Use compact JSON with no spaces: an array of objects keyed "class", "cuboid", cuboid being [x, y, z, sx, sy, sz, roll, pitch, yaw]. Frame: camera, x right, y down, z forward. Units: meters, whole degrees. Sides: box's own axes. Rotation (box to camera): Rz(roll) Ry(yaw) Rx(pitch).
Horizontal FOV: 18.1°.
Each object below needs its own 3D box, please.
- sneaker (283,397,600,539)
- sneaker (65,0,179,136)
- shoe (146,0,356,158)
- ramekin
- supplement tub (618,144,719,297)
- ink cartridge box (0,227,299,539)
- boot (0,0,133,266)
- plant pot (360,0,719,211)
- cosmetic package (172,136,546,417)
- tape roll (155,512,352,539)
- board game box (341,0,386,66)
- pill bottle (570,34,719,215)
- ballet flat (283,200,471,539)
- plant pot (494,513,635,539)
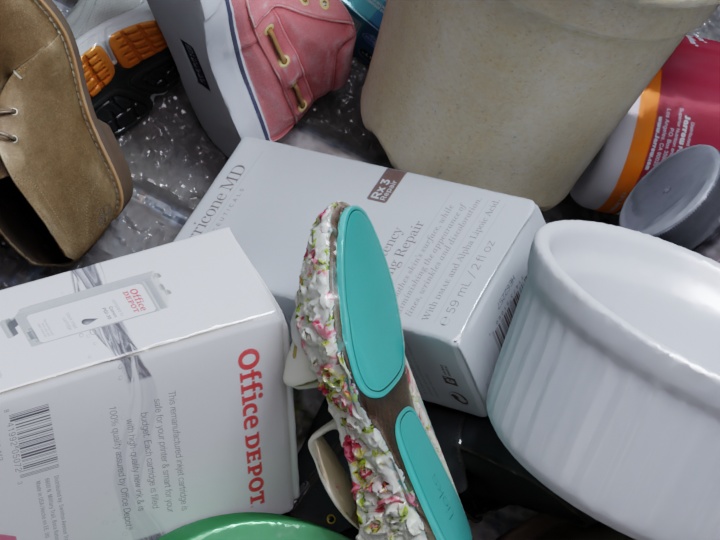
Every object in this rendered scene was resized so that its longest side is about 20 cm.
[{"class":"sneaker","cuboid":[0.044,0.124,1.219,0.107,0.199,0.075,-56,134,-16]},{"class":"sneaker","cuboid":[-0.137,-0.156,1.323,0.200,0.076,0.092,-41,57,-14]},{"class":"shoe","cuboid":[-0.064,-0.154,1.267,0.091,0.201,0.071,-39,52,-17]},{"class":"ramekin","cuboid":[0.160,0.064,1.131,0.199,0.201,0.098,23,108,-5]},{"class":"supplement tub","cuboid":[0.232,0.022,1.280,0.200,0.107,0.107,46,64,-24]},{"class":"ink cartridge box","cuboid":[-0.140,0.079,1.176,0.199,0.147,0.083,-16,42,-16]},{"class":"boot","cuboid":[-0.191,-0.091,1.221,0.201,0.073,0.076,62,36,-28]},{"class":"plant pot","cuboid":[0.090,-0.140,1.230,0.199,0.184,0.201,15,39,-13]},{"class":"cosmetic package","cuboid":[0.000,0.000,1.232,0.199,0.074,0.102,14,58,31]},{"class":"tape roll","cuboid":[-0.055,0.228,1.175,0.199,0.048,0.202,0,90,-15]},{"class":"board game box","cuboid":[0.081,-0.191,1.389,0.151,0.047,0.200,38,67,2]},{"class":"pill bottle","cuboid":[0.230,-0.076,1.348,0.198,0.113,0.114,10,69,-10]},{"class":"ballet flat","cuboid":[-0.003,0.067,1.134,0.076,0.064,0.201,-28,102,-63]},{"class":"plant pot","cuboid":[0.150,0.206,1.196,0.199,0.175,0.202,4,70,-11]}]
